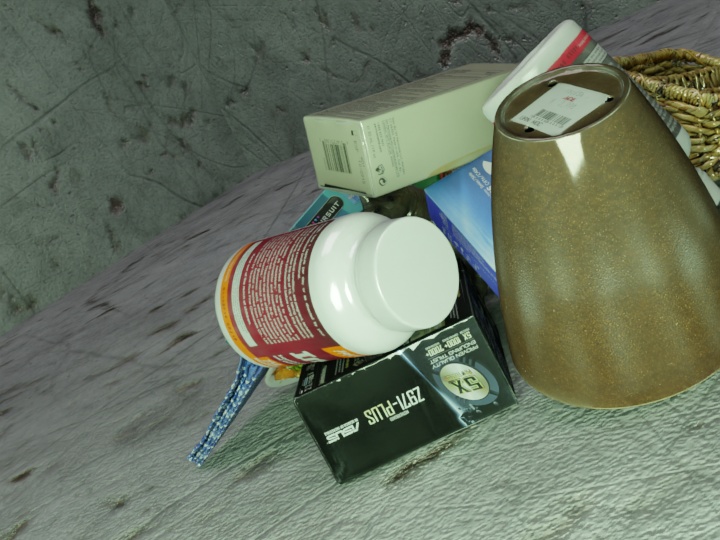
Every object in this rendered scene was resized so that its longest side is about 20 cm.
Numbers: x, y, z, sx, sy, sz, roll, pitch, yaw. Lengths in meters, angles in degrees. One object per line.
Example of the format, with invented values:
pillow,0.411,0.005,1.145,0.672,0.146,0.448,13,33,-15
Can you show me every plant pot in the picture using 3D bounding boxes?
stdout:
plant pot,0.168,-0.037,0.822,0.187,0.200,0.187,-17,35,12

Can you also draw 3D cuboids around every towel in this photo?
towel,-0.105,0.096,1.141,0.145,0.024,0.200,-54,-2,-44

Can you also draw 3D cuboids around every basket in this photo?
basket,0.343,-0.164,1.142,0.200,0.149,0.143,-15,0,-44

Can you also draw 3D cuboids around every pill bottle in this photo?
pill bottle,-0.020,0.016,0.932,0.113,0.113,0.200,-36,15,-38
pill bottle,0.210,-0.109,0.994,0.111,0.200,0.111,-46,3,3

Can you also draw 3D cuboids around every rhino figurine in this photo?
rhino figurine,0.064,-0.034,1.138,0.060,0.200,0.088,-18,45,46

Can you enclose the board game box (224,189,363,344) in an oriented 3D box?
board game box,-0.058,-0.012,1.228,0.200,0.047,0.151,-52,-5,-31

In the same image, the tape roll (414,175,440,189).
tape roll,0.154,-0.102,1.266,0.200,0.201,0.048,-33,14,-26

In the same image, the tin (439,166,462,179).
tin,0.178,-0.102,1.170,0.200,0.112,0.042,-4,-29,-9

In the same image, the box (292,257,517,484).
box,0.038,0.081,1.011,0.164,0.086,0.200,-26,12,7

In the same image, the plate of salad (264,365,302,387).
plate of salad,-0.011,0.066,1.197,0.200,0.048,0.200,-34,-17,-12

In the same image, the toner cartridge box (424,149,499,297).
toner cartridge box,0.149,-0.019,0.996,0.095,0.043,0.200,-32,56,-10

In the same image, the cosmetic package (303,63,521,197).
cosmetic package,0.061,-0.133,1.066,0.200,0.071,0.105,-21,19,-27
